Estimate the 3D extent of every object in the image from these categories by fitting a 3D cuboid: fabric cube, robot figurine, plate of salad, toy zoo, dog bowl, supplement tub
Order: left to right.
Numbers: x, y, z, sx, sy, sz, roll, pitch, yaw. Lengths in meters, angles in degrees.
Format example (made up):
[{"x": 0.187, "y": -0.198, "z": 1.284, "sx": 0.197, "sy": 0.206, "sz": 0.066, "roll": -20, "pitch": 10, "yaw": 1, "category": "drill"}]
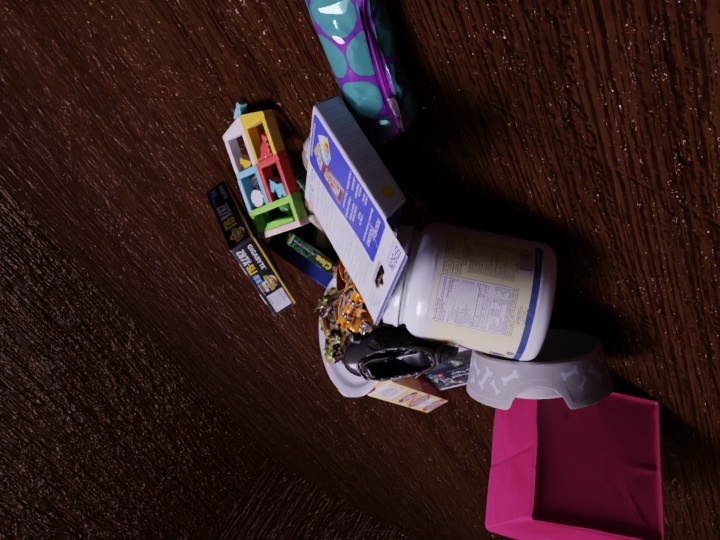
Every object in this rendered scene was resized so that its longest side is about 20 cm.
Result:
[{"x": -0.151, "y": -0.156, "z": 1.024, "sx": 0.129, "sy": 0.020, "sz": 0.206, "roll": -9, "pitch": 101, "yaw": 51, "category": "toy zoo"}, {"x": -0.023, "y": 0.099, "z": 1.079, "sx": 0.047, "sy": 0.208, "sz": 0.198, "roll": -1, "pitch": 179, "yaw": -35, "category": "plate of salad"}, {"x": 0.000, "y": 0.000, "z": 0.957, "sx": 0.057, "sy": 0.204, "sz": 0.147, "roll": 15, "pitch": 133, "yaw": -16, "category": "robot figurine"}, {"x": 0.134, "y": 0.023, "z": 0.844, "sx": 0.193, "sy": 0.149, "sz": 0.146, "roll": 11, "pitch": 151, "yaw": 7, "category": "supplement tub"}, {"x": 0.239, "y": 0.128, "z": 0.913, "sx": 0.197, "sy": 0.196, "sz": 0.061, "roll": 3, "pitch": 102, "yaw": 50, "category": "dog bowl"}, {"x": 0.313, "y": 0.299, "z": 1.010, "sx": 0.190, "sy": 0.206, "sz": 0.200, "roll": 13, "pitch": 155, "yaw": -4, "category": "fabric cube"}]

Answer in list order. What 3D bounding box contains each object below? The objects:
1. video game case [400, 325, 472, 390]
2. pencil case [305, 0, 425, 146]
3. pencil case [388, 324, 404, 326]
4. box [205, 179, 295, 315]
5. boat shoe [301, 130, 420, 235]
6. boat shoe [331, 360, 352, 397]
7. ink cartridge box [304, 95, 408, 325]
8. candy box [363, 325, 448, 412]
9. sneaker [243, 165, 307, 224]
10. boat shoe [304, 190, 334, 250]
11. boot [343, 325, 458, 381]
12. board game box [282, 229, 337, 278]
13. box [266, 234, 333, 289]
[{"x": 0.157, "y": 0.126, "z": 1.071, "sx": 0.196, "sy": 0.024, "sz": 0.181, "roll": -21, "pitch": 135, "yaw": 34, "category": "video game case"}, {"x": 0.004, "y": -0.233, "z": 0.709, "sx": 0.093, "sy": 0.084, "sz": 0.202, "roll": 46, "pitch": 168, "yaw": 43, "category": "pencil case"}, {"x": 0.042, "y": 0.065, "z": 1.189, "sx": 0.086, "sy": 0.083, "sz": 0.202, "roll": 51, "pitch": 162, "yaw": 28, "category": "pencil case"}, {"x": -0.191, "y": -0.042, "z": 1.161, "sx": 0.161, "sy": 0.049, "sz": 0.201, "roll": 60, "pitch": 177, "yaw": -40, "category": "box"}, {"x": 0.000, "y": -0.114, "z": 0.927, "sx": 0.200, "sy": 0.074, "sz": 0.069, "roll": 47, "pitch": 139, "yaw": 4, "category": "boat shoe"}, {"x": -0.019, "y": 0.147, "z": 1.199, "sx": 0.070, "sy": 0.203, "sz": 0.070, "roll": -12, "pitch": 134, "yaw": -2, "category": "boat shoe"}, {"x": 0.000, "y": -0.063, "z": 0.791, "sx": 0.203, "sy": 0.046, "sz": 0.199, "roll": 57, "pitch": 160, "yaw": 16, "category": "ink cartridge box"}, {"x": 0.070, "y": 0.167, "z": 1.161, "sx": 0.055, "sy": 0.118, "sz": 0.198, "roll": -30, "pitch": 147, "yaw": 22, "category": "candy box"}, {"x": -0.149, "y": -0.117, "z": 1.119, "sx": 0.078, "sy": 0.086, "sz": 0.198, "roll": 47, "pitch": 155, "yaw": -23, "category": "sneaker"}, {"x": -0.038, "y": -0.091, "z": 1.053, "sx": 0.074, "sy": 0.073, "sz": 0.201, "roll": 17, "pitch": 161, "yaw": 11, "category": "boat shoe"}, {"x": 0.035, "y": 0.115, "z": 0.909, "sx": 0.195, "sy": 0.173, "sz": 0.072, "roll": -14, "pitch": 87, "yaw": 24, "category": "boot"}, {"x": -0.082, "y": -0.033, "z": 1.139, "sx": 0.103, "sy": 0.024, "sz": 0.200, "roll": 33, "pitch": -178, "yaw": -11, "category": "board game box"}, {"x": -0.098, "y": -0.014, "z": 1.236, "sx": 0.198, "sy": 0.033, "sz": 0.121, "roll": 35, "pitch": -179, "yaw": 11, "category": "box"}]
